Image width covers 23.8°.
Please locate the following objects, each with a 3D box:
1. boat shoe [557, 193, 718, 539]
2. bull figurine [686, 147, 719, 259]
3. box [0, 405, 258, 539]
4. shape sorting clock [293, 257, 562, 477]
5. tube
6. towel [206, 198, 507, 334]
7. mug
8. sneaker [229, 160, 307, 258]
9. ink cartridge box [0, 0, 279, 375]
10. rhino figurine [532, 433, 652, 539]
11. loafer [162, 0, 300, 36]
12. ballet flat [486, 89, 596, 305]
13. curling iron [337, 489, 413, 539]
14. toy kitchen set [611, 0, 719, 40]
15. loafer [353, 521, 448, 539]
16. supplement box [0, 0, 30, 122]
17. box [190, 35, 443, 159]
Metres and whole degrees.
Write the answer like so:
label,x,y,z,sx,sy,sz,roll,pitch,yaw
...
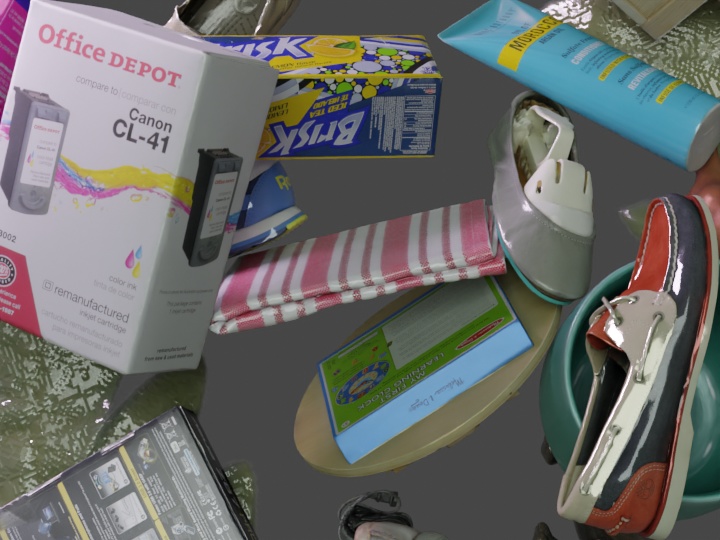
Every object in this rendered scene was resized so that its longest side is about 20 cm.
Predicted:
label,x,y,z,sx,sy,sz,roll,pitch,yaw
boat shoe,0.156,0.049,0.964,0.062,0.071,0.202,12,78,-7
bull figurine,0.290,-0.050,1.100,0.199,0.065,0.122,-1,65,45
box,-0.142,0.218,1.168,0.160,0.049,0.201,-30,77,1
shape sorting clock,0.043,0.062,1.108,0.199,0.200,0.039,-34,109,2
tube,0.152,-0.132,1.159,0.199,0.051,0.077,31,42,27
towel,0.000,0.000,1.138,0.198,0.146,0.030,-13,103,7
mug,0.202,0.076,1.057,0.183,0.115,0.153,-4,73,-8
sneaker,-0.140,-0.036,1.185,0.198,0.074,0.083,-18,91,-12
ink cartridge box,-0.153,-0.053,1.064,0.147,0.085,0.202,20,101,27
rhino figurine,0.166,0.123,1.131,0.087,0.060,0.202,16,81,-6
loafer,-0.117,-0.153,1.217,0.075,0.068,0.201,32,86,12
ballet flat,0.120,-0.057,1.110,0.067,0.201,0.064,20,119,-16
curling iron,0.066,0.217,1.147,0.200,0.026,0.050,39,91,12
toy kitchen set,0.279,-0.263,1.186,0.163,0.181,0.200,36,126,-23
loafer,0.011,0.264,1.125,0.062,0.072,0.202,13,94,25
supplement box,-0.317,-0.123,1.225,0.101,0.103,0.201,28,84,11
box,-0.049,-0.118,1.162,0.198,0.070,0.065,-1,121,-10
